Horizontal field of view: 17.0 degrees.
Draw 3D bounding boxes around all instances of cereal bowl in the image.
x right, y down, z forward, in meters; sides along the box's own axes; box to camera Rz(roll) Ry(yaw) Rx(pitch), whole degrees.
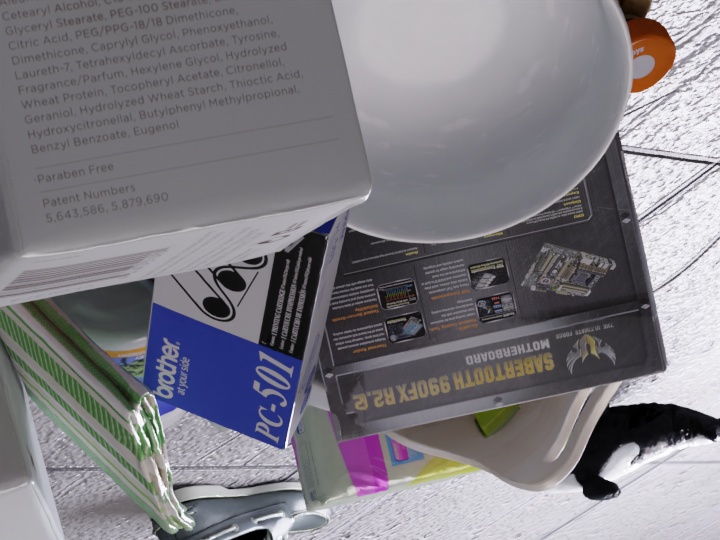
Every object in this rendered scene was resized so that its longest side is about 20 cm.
[{"bbox_3d":[0.043,-0.117,1.293,0.199,0.084,0.201,-4,128,-5],"label":"cereal bowl"}]

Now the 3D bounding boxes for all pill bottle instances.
[{"bbox_3d":[-0.147,0.033,1.528,0.111,0.113,0.200,-17,157,-8],"label":"pill bottle"}]

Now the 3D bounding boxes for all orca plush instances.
[{"bbox_3d":[0.229,0.146,2.151,0.199,0.105,0.071,-8,128,37],"label":"orca plush"}]

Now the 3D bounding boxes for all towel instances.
[{"bbox_3d":[-0.164,0.074,1.441,0.023,0.152,0.200,-43,158,-16],"label":"towel"}]

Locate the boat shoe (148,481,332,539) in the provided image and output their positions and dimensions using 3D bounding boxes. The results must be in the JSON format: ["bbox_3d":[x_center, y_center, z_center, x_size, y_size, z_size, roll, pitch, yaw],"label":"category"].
[{"bbox_3d":[-0.097,0.222,2.064,0.199,0.062,0.073,6,146,-46],"label":"boat shoe"}]

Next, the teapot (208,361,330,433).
[{"bbox_3d":[0.000,0.000,1.510,0.198,0.199,0.146,-2,178,-1],"label":"teapot"}]

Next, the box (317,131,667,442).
[{"bbox_3d":[0.066,0.001,1.397,0.199,0.160,0.048,-13,-176,8],"label":"box"}]

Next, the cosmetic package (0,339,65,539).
[{"bbox_3d":[-0.306,0.113,1.504,0.199,0.168,0.167,-17,157,-5],"label":"cosmetic package"}]

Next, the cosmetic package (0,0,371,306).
[{"bbox_3d":[-0.112,-0.102,1.085,0.164,0.201,0.165,-10,175,-20],"label":"cosmetic package"}]

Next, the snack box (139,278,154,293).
[{"bbox_3d":[-0.102,-0.079,1.320,0.142,0.053,0.200,-48,158,-8],"label":"snack box"}]

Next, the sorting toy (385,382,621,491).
[{"bbox_3d":[0.115,0.059,1.595,0.106,0.180,0.201,23,102,-26],"label":"sorting toy"}]

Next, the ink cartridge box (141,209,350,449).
[{"bbox_3d":[-0.065,0.012,1.333,0.093,0.044,0.201,21,142,6],"label":"ink cartridge box"}]

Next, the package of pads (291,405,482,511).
[{"bbox_3d":[0.040,0.075,1.728,0.199,0.156,0.068,-11,171,-17],"label":"package of pads"}]

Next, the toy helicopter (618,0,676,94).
[{"bbox_3d":[0.075,-0.133,1.379,0.199,0.079,0.132,-30,142,8],"label":"toy helicopter"}]
